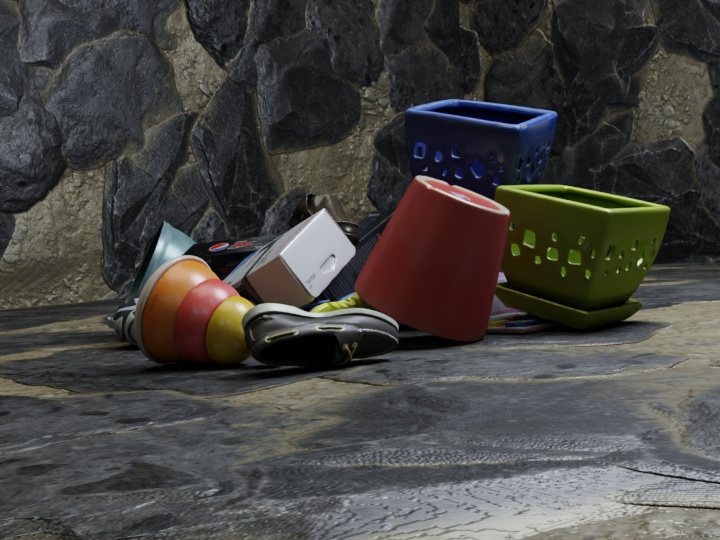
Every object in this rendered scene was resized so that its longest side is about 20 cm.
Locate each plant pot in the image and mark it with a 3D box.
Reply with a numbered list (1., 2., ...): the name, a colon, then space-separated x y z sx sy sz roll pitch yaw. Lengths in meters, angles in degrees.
1. plant pot: -0.327 0.032 1.792 0.133 0.202 0.200 23 -6 -15
2. plant pot: 0.111 -0.023 1.405 0.198 0.179 0.201 19 12 -4
3. plant pot: 0.317 -0.022 1.507 0.199 0.184 0.198 18 17 40
4. plant pot: 0.188 -0.168 1.627 0.198 0.182 0.200 13 20 26

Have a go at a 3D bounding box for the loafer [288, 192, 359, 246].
1. loafer: -0.059 -0.085 1.589 0.072 0.072 0.200 11 7 -29

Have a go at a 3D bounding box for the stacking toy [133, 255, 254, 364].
1. stacking toy: -0.174 0.076 1.284 0.198 0.148 0.146 20 14 30

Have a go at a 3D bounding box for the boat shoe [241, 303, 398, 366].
1. boat shoe: -0.041 0.086 1.200 0.199 0.061 0.072 5 -46 -24

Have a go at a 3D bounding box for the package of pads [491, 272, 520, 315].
1. package of pads: 0.174 0.045 1.742 0.198 0.077 0.120 -5 4 -31

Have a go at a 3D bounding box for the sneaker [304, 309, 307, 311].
1. sneaker: -0.070 0.068 1.753 0.197 0.075 0.089 3 -8 -9

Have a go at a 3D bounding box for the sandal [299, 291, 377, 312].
1. sandal: -0.029 0.069 1.459 0.086 0.081 0.199 -7 -3 40

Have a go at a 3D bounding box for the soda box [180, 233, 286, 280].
1. soda box: -0.190 -0.013 1.650 0.198 0.064 0.071 -5 21 19

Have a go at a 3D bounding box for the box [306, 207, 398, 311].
1. box: 0.000 0.000 1.646 0.200 0.107 0.148 -40 11 -12

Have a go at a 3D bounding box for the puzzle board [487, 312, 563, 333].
1. puzzle board: 0.241 0.078 1.556 0.150 0.018 0.199 -2 2 41

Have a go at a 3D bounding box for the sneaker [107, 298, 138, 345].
1. sneaker: -0.327 0.077 1.673 0.129 0.080 0.198 9 19 39

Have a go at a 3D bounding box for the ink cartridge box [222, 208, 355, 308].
1. ink cartridge box: -0.122 0.011 1.494 0.199 0.084 0.145 -29 14 39
